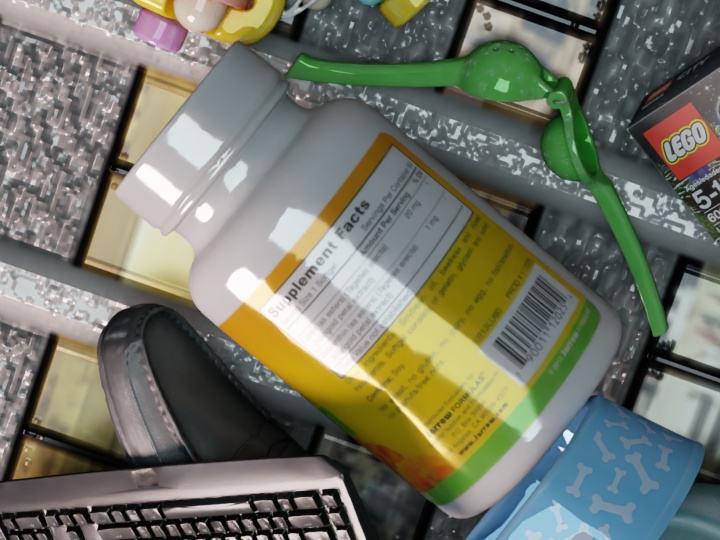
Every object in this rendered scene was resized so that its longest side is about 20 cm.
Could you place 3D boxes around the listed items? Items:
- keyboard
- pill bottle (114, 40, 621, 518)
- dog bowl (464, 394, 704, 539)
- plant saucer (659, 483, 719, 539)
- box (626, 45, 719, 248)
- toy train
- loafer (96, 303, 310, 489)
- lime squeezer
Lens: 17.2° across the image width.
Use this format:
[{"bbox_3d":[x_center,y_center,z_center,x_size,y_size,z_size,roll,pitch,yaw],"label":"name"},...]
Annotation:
[{"bbox_3d":[-0.067,0.137,1.006,0.200,0.021,0.127,-8,117,36],"label":"keyboard"},{"bbox_3d":[0.000,0.000,0.986,0.200,0.111,0.111,40,99,-5],"label":"pill bottle"},{"bbox_3d":[0.058,0.135,0.960,0.050,0.111,0.200,37,92,0],"label":"dog bowl"},{"bbox_3d":[0.118,0.179,0.985,0.200,0.200,0.027,-47,136,8],"label":"plant saucer"},{"bbox_3d":[0.228,-0.062,0.965,0.200,0.038,0.137,-34,102,31],"label":"box"},{"bbox_3d":[-0.043,-0.166,0.986,0.199,0.056,0.151,-2,100,2],"label":"toy train"},{"bbox_3d":[-0.039,0.096,1.019,0.070,0.068,0.201,-23,106,36],"label":"loafer"},{"bbox_3d":[0.069,-0.052,1.013,0.200,0.038,0.071,35,99,-6],"label":"lime squeezer"}]
